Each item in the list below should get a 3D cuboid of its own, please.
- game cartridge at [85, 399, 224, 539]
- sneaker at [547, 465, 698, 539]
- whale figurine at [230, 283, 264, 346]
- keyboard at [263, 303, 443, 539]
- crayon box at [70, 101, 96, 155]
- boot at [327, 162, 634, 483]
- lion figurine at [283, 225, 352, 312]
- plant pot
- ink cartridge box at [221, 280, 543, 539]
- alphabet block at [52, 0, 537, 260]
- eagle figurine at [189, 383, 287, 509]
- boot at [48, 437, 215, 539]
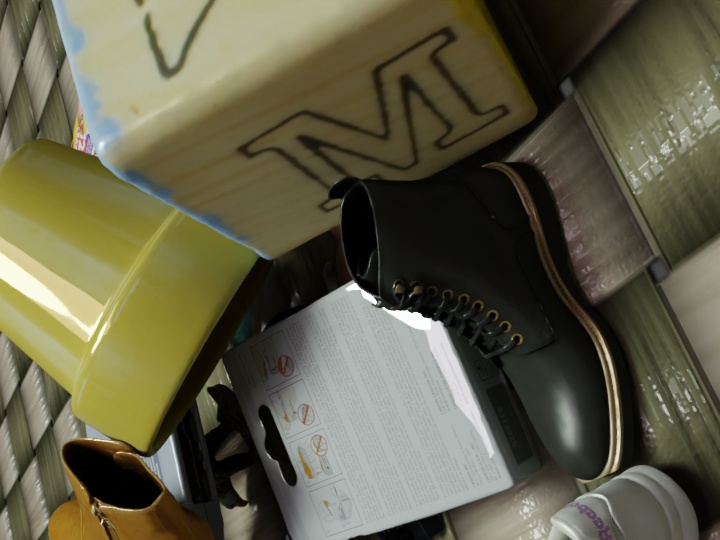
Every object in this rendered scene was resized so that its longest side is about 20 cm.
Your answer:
[{"bbox_3d":[-0.185,0.153,0.837,0.133,0.041,0.200,-27,71,37],"label":"game cartridge"},{"bbox_3d":[0.117,0.202,0.532,0.075,0.100,0.200,26,116,49],"label":"sneaker"},{"bbox_3d":[-0.162,0.011,0.915,0.200,0.104,0.159,29,117,53],"label":"whale figurine"},{"bbox_3d":[-0.014,0.117,0.722,0.200,0.040,0.104,58,142,8],"label":"keyboard"},{"bbox_3d":[-0.211,-0.100,0.868,0.119,0.058,0.200,17,97,53],"label":"crayon box"},{"bbox_3d":[0.064,0.034,0.557,0.077,0.138,0.200,-45,58,48],"label":"boot"},{"bbox_3d":[0.000,0.000,0.723,0.122,0.072,0.200,35,136,40],"label":"lion figurine"},{"bbox_3d":[-0.182,0.004,0.714,0.189,0.201,0.201,31,131,-1],"label":"plant pot"},{"bbox_3d":[0.007,0.094,0.666,0.200,0.050,0.162,-30,80,39],"label":"ink cartridge box"},{"bbox_3d":[-0.039,-0.151,0.571,0.200,0.196,0.196,-26,68,15],"label":"alphabet block"},{"bbox_3d":[-0.166,0.207,0.911,0.151,0.200,0.152,49,-174,-12],"label":"eagle figurine"},{"bbox_3d":[-0.187,0.171,0.720,0.201,0.071,0.144,10,137,35],"label":"boot"}]
